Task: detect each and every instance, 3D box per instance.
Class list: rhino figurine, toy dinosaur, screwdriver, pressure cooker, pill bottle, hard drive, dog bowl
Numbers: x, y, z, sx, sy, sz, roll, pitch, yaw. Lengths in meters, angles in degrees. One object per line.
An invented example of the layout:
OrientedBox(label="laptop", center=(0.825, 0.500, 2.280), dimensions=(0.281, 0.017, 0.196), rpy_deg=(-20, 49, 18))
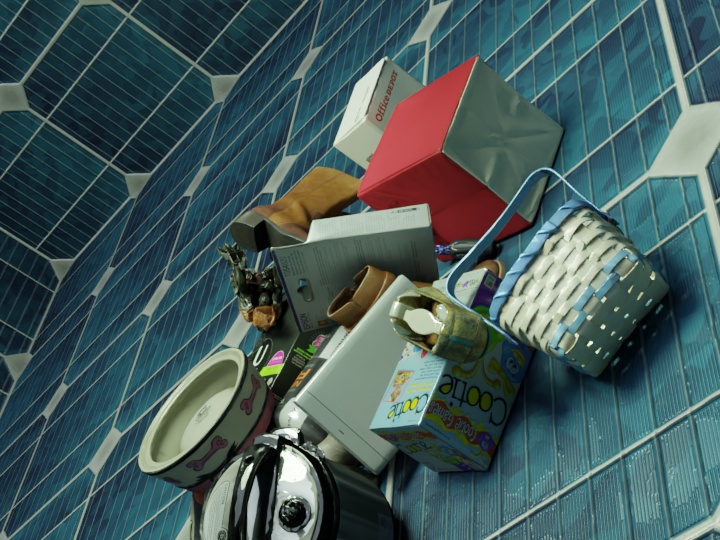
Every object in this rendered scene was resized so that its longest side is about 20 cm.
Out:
OrientedBox(label="rhino figurine", center=(-0.017, 0.232, 1.435), dimensions=(0.200, 0.087, 0.060), rpy_deg=(-59, 17, 11))
OrientedBox(label="toy dinosaur", center=(-0.139, 0.030, 1.675), dimensions=(0.200, 0.102, 0.136), rpy_deg=(26, 123, 52))
OrientedBox(label="screwdriver", center=(0.082, -0.026, 1.554), dimensions=(0.200, 0.029, 0.028), rpy_deg=(-2, 69, 17))
OrientedBox(label="pressure cooker", center=(-0.075, 0.278, 1.274), dimensions=(0.179, 0.200, 0.176), rpy_deg=(-46, 51, 7))
OrientedBox(label="pill bottle", center=(-0.046, 0.178, 1.521), dimensions=(0.200, 0.106, 0.106), rpy_deg=(-55, 19, -25))
OrientedBox(label="hard drive", center=(0.034, 0.122, 1.389), dimensions=(0.200, 0.132, 0.027), rpy_deg=(-49, 3, -14))
OrientedBox(label="dog bowl", center=(-0.194, 0.200, 1.518), dimensions=(0.200, 0.074, 0.200), rpy_deg=(-40, 23, 20))

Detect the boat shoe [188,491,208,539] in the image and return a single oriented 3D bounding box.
OrientedBox(label="boat shoe", center=(-0.198, 0.355, 1.565), dimensions=(0.063, 0.071, 0.200), rpy_deg=(26, 120, 52))

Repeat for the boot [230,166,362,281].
OrientedBox(label="boot", center=(-0.050, -0.067, 1.642), dimensions=(0.188, 0.069, 0.200), rpy_deg=(18, 38, 36))

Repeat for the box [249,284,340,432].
OrientedBox(label="box", center=(-0.076, 0.134, 1.665), dimensions=(0.149, 0.124, 0.200), rpy_deg=(-16, 43, 60))

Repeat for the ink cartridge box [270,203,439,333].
OrientedBox(label="ink cartridge box", center=(0.000, 0.000, 1.495), dimensions=(0.200, 0.200, 0.041), rpy_deg=(-8, 55, 3))

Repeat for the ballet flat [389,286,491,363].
OrientedBox(label="ballet flat", center=(0.069, 0.053, 1.255), dimensions=(0.071, 0.071, 0.200), rpy_deg=(-57, 23, -5))

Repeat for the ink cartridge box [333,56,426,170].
OrientedBox(label="ink cartridge box", center=(0.073, -0.196, 1.736), dimensions=(0.083, 0.200, 0.147), rpy_deg=(-34, 29, 45))

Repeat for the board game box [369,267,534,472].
OrientedBox(label="board game box", center=(0.112, 0.114, 1.316), dimensions=(0.105, 0.103, 0.200), rpy_deg=(-17, 42, 57))

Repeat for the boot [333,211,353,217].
OrientedBox(label="boot", center=(-0.012, -0.016, 1.652), dimensions=(0.155, 0.200, 0.074), rpy_deg=(-77, -10, -61))

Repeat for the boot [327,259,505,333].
OrientedBox(label="boot", center=(0.070, 0.033, 1.458), dimensions=(0.200, 0.155, 0.074), rpy_deg=(-49, 21, 16))

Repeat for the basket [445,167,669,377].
OrientedBox(label="basket", center=(0.198, 0.006, 1.210), dimensions=(0.176, 0.139, 0.200), rpy_deg=(-52, 53, 7))

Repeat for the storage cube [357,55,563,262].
OrientedBox(label="storage cube", center=(0.135, -0.143, 1.566), dimensions=(0.180, 0.171, 0.200), rpy_deg=(-25, 35, 51))
